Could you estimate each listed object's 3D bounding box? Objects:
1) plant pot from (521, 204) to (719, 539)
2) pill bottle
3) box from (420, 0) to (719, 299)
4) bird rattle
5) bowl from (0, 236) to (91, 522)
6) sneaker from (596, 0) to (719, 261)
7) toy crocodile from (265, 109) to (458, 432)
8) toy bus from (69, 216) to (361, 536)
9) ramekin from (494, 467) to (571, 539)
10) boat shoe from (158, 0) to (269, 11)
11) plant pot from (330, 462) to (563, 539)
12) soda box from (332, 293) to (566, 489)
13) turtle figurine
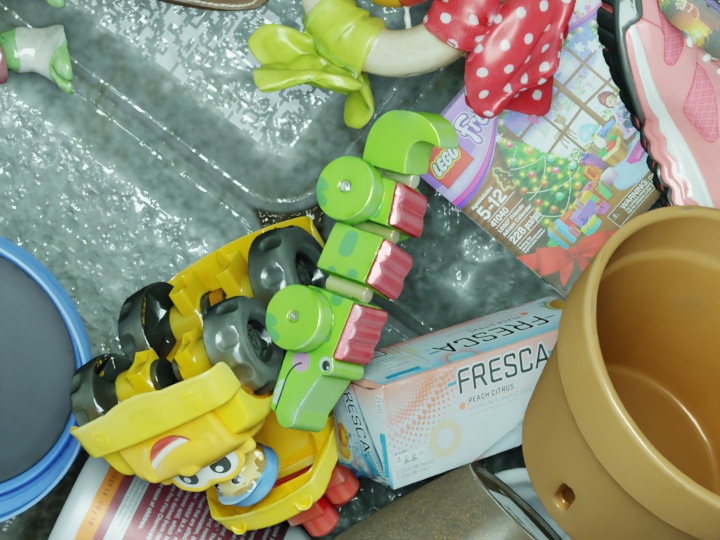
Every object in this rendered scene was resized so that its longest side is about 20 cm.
[{"bbox_3d":[0.184,0.082,1.280,0.200,0.200,0.140,35,140,-4],"label":"plant pot"},{"bbox_3d":[-0.103,0.199,1.457,0.199,0.113,0.113,26,108,-1],"label":"pill bottle"},{"bbox_3d":[0.142,-0.100,1.376,0.137,0.039,0.200,39,107,-5],"label":"box"},{"bbox_3d":[0.029,-0.163,1.314,0.199,0.113,0.164,-7,93,28],"label":"bird rattle"},{"bbox_3d":[-0.264,0.065,1.409,0.199,0.039,0.202,2,106,6],"label":"bowl"},{"bbox_3d":[0.203,-0.101,1.322,0.086,0.074,0.201,-23,110,2],"label":"sneaker"},{"bbox_3d":[0.000,0.000,1.285,0.062,0.067,0.201,21,89,32],"label":"toy crocodile"},{"bbox_3d":[-0.066,0.093,1.377,0.135,0.200,0.193,-22,109,27],"label":"toy bus"},{"bbox_3d":[0.138,0.223,1.397,0.200,0.097,0.202,-1,88,46],"label":"ramekin"},{"bbox_3d":[-0.145,-0.191,1.301,0.199,0.072,0.076,17,121,3],"label":"boat shoe"},{"bbox_3d":[0.032,0.218,1.319,0.187,0.187,0.200,42,97,-6],"label":"plant pot"},{"bbox_3d":[0.080,0.070,1.365,0.199,0.063,0.069,-16,108,-29],"label":"soda box"},{"bbox_3d":[-0.273,-0.132,1.346,0.193,0.200,0.145,-9,95,-9],"label":"turtle figurine"}]
